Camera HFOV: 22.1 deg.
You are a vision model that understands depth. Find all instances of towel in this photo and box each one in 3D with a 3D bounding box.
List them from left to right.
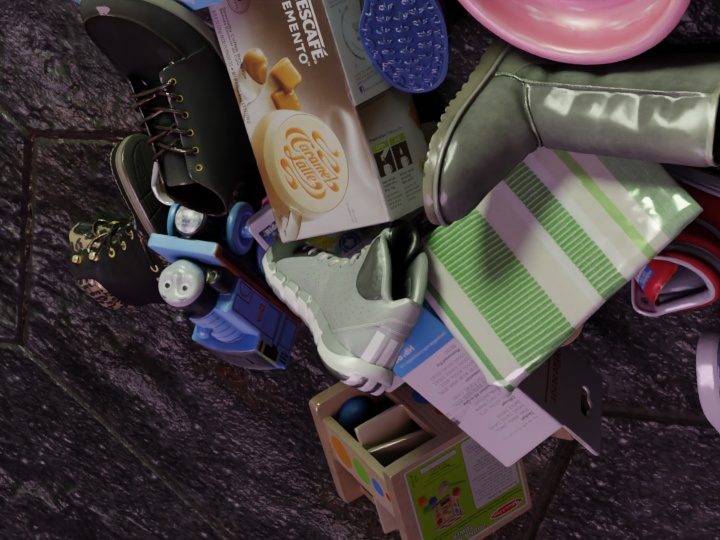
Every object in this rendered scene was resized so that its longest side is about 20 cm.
[{"bbox_3d":[0.137,-0.022,1.360,0.023,0.200,0.153,30,-161,-52],"label":"towel"}]

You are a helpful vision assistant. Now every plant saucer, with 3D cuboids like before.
[{"bbox_3d":[0.142,-0.236,1.265,0.200,0.051,0.201,20,139,18],"label":"plant saucer"}]

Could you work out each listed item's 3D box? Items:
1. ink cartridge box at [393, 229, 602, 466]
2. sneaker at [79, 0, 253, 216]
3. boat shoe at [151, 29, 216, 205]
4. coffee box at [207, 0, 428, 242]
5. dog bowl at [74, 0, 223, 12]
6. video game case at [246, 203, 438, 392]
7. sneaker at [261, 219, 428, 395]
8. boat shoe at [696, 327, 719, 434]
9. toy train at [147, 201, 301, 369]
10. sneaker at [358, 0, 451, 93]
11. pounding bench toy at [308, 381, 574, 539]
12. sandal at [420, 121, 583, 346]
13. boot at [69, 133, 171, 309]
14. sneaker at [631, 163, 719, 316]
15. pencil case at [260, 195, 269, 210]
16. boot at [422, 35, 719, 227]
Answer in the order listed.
[{"bbox_3d":[0.104,0.075,1.492,0.200,0.116,0.067,41,119,-16],"label":"ink cartridge box"},{"bbox_3d":[-0.146,-0.129,1.410,0.075,0.106,0.200,-8,146,40],"label":"sneaker"},{"bbox_3d":[-0.138,-0.120,1.552,0.075,0.086,0.202,35,142,-1],"label":"boat shoe"},{"bbox_3d":[-0.027,-0.133,1.409,0.114,0.080,0.200,-9,102,38],"label":"coffee box"},{"bbox_3d":[-0.142,-0.244,1.415,0.200,0.112,0.050,-8,140,39],"label":"dog bowl"},{"bbox_3d":[0.021,-0.010,1.532,0.143,0.018,0.200,-37,115,7],"label":"video game case"},{"bbox_3d":[0.000,0.000,1.415,0.075,0.200,0.116,21,110,-35],"label":"sneaker"},{"bbox_3d":[0.329,0.117,1.492,0.065,0.074,0.200,-5,137,33],"label":"boat shoe"},{"bbox_3d":[-0.114,0.011,1.612,0.087,0.114,0.200,7,163,24],"label":"toy train"},{"bbox_3d":[0.027,-0.225,1.334,0.070,0.078,0.200,-2,133,20],"label":"sneaker"},{"bbox_3d":[0.080,0.141,1.652,0.156,0.200,0.124,40,153,49],"label":"pounding bench toy"},{"bbox_3d":[0.115,-0.032,1.441,0.212,0.078,0.070,55,168,-8],"label":"sandal"},{"bbox_3d":[-0.210,-0.035,1.707,0.150,0.073,0.200,-3,134,37],"label":"boot"},{"bbox_3d":[0.192,-0.036,1.384,0.200,0.113,0.071,18,142,19],"label":"sneaker"},{"bbox_3d":[-0.011,0.000,1.591,0.094,0.091,0.200,0,128,45],"label":"pencil case"},{"bbox_3d":[0.161,-0.093,1.309,0.200,0.182,0.073,16,157,26],"label":"boot"}]
